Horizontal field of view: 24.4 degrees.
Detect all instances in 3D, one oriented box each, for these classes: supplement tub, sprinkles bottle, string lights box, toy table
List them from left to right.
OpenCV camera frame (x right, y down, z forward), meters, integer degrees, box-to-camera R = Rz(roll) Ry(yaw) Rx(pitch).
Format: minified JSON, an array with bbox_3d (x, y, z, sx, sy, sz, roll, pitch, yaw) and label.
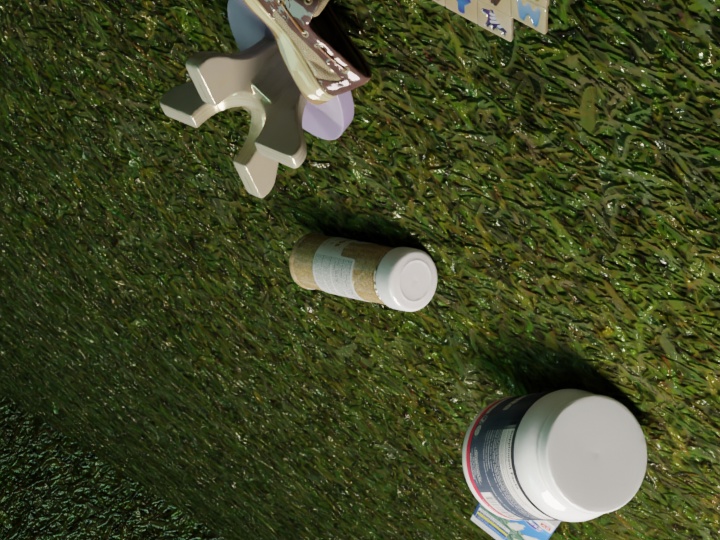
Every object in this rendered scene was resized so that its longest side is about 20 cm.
[{"bbox_3d":[-0.094,-0.168,1.606,0.183,0.117,0.201,17,150,45],"label":"toy table"},{"bbox_3d":[0.000,0.000,1.863,0.199,0.068,0.068,11,146,53],"label":"sprinkles bottle"},{"bbox_3d":[0.210,0.305,2.154,0.102,0.059,0.200,36,160,11],"label":"string lights box"},{"bbox_3d":[0.210,0.203,1.822,0.140,0.141,0.200,43,159,-12],"label":"supplement tub"}]

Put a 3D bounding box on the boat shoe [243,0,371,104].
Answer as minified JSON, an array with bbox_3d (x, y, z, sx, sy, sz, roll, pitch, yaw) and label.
[{"bbox_3d":[-0.052,-0.241,1.472,0.071,0.072,0.201,-14,118,28],"label":"boat shoe"}]

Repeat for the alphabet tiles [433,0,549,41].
[{"bbox_3d":[0.075,-0.258,1.279,0.166,0.006,0.200,32,158,21],"label":"alphabet tiles"}]
